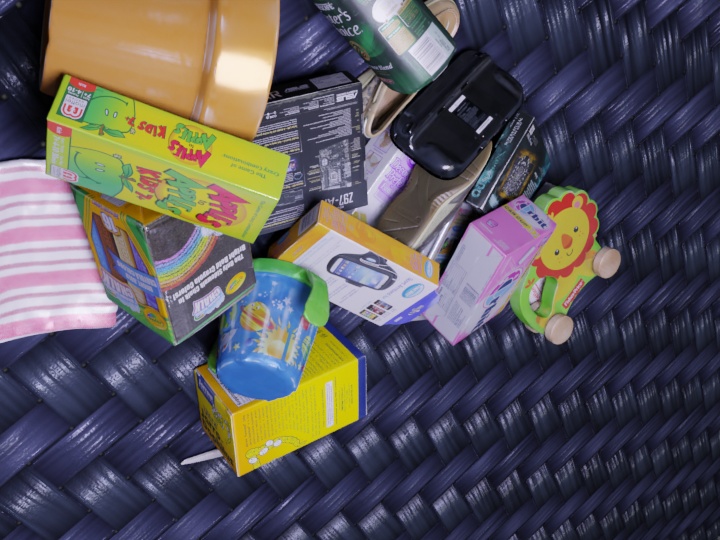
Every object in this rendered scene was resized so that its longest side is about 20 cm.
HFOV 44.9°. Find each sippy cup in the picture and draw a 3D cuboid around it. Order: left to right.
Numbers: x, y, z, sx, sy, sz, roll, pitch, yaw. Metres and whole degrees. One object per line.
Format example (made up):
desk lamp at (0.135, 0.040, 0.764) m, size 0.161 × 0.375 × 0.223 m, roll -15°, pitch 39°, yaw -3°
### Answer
sippy cup at (-0.112, 0.077, 1.030) m, size 0.138 × 0.131 × 0.178 m, roll 9°, pitch 143°, yaw -3°

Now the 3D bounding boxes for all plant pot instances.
plant pot at (-0.191, -0.211, 0.792) m, size 0.182 × 0.200 × 0.201 m, roll 5°, pitch 114°, yaw -24°

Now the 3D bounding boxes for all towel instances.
towel at (-0.318, -0.021, 0.913) m, size 0.146 × 0.030 × 0.201 m, roll -8°, pitch 121°, yaw -36°

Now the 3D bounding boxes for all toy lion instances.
toy lion at (0.287, -0.017, 1.287) m, size 0.191 × 0.069 × 0.201 m, roll 38°, pitch 86°, yaw -38°

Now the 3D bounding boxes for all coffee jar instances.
coffee jar at (0.008, -0.285, 0.925) m, size 0.085 × 0.104 × 0.200 m, roll -46°, pitch 118°, yaw -1°

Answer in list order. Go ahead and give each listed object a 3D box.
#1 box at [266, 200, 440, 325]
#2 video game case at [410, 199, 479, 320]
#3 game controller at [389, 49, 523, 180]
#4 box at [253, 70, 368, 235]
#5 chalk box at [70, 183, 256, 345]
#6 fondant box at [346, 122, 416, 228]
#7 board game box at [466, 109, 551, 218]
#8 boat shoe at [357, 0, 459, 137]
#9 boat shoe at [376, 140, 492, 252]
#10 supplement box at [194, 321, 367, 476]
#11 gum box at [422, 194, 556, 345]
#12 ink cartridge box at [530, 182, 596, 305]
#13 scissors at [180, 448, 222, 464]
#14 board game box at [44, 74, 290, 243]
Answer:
box at (0.000, 0.000, 1.049) m, size 0.199 × 0.042 × 0.119 m, roll 26°, pitch 140°, yaw -27°
video game case at (0.126, -0.013, 1.235) m, size 0.200 × 0.024 × 0.183 m, roll 2°, pitch 117°, yaw -63°
game controller at (0.124, -0.196, 1.081) m, size 0.200 × 0.104 × 0.042 m, roll -48°, pitch -179°, yaw -29°
box at (-0.091, -0.127, 0.994) m, size 0.199 × 0.044 × 0.161 m, roll -17°, pitch 127°, yaw -18°
chalk box at (-0.199, -0.017, 0.926) m, size 0.125 × 0.124 × 0.201 m, roll -37°, pitch 141°, yaw -34°
fondant box at (0.029, -0.073, 1.141) m, size 0.144 × 0.058 × 0.201 m, roll 33°, pitch 93°, yaw -46°
board game box at (0.206, -0.123, 1.187) m, size 0.136 × 0.028 × 0.200 m, roll -59°, pitch 159°, yaw 0°
boat shoe at (0.059, -0.242, 1.051) m, size 0.200 × 0.063 × 0.073 m, roll -51°, pitch 136°, yaw 0°
boat shoe at (0.092, -0.093, 1.096) m, size 0.201 × 0.072 × 0.066 m, roll -52°, pitch 162°, yaw -12°
supplement box at (-0.102, 0.162, 1.149) m, size 0.199 × 0.109 × 0.110 m, roll -20°, pitch 128°, yaw -27°
gum box at (0.169, 0.005, 1.178) m, size 0.113 × 0.066 × 0.201 m, roll -28°, pitch 154°, yaw -37°
ink cartridge box at (0.269, -0.021, 1.355) m, size 0.200 × 0.067 × 0.117 m, roll -50°, pitch 137°, yaw -6°
scissors at (-0.157, 0.249, 1.229) m, size 0.199 × 0.014 × 0.074 m, roll -25°, pitch 132°, yaw -27°
board game box at (-0.173, -0.093, 0.773) m, size 0.199 × 0.102 × 0.048 m, roll 19°, pitch 64°, yaw -13°
